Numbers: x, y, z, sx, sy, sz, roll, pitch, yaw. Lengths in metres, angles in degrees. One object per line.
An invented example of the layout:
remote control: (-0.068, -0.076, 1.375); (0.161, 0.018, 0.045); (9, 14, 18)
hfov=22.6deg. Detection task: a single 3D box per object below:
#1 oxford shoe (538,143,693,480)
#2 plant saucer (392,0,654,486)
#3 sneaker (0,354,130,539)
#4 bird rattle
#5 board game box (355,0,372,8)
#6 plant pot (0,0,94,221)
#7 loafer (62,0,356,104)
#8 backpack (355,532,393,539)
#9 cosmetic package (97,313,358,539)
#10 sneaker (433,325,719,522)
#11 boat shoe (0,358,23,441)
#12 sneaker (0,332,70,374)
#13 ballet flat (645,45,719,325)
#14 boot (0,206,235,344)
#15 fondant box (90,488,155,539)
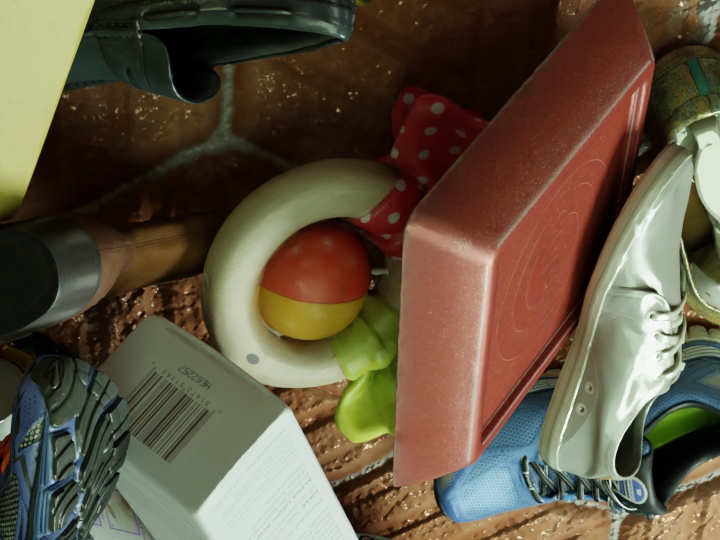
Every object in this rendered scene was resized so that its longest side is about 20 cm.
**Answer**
oxford shoe: (0.147, 0.027, 0.943); (0.057, 0.075, 0.201); (25, 120, 22)
plant saucer: (0.085, -0.010, 0.885); (0.037, 0.200, 0.200); (26, 143, 20)
sneaker: (-0.162, 0.110, 0.830); (0.078, 0.075, 0.201); (24, 132, 4)
bird rattle: (0.000, 0.000, 0.917); (0.162, 0.113, 0.201); (-5, 133, -28)
board game box: (-0.021, -0.214, 0.820); (0.126, 0.035, 0.201); (-24, 127, 8)
plant pot: (-0.222, -0.123, 0.765); (0.175, 0.200, 0.201); (7, 126, -29)
loafer: (-0.090, -0.110, 0.830); (0.199, 0.071, 0.068); (-13, 162, 28)
backpack: (-0.020, 0.234, 1.089); (0.182, 0.135, 0.200); (31, 116, -28)
cosmetic package: (-0.065, 0.119, 0.924); (0.074, 0.101, 0.200); (-47, 148, -16)
sneaker: (0.136, 0.102, 1.049); (0.199, 0.089, 0.079); (-23, 126, 7)
boat shoe: (-0.254, 0.095, 0.887); (0.199, 0.071, 0.064); (-15, 132, -1)
sneaker: (-0.232, 0.057, 0.957); (0.082, 0.078, 0.200); (-39, 123, 20)
ballet flat: (0.197, -0.028, 0.978); (0.070, 0.071, 0.201); (-19, 127, 4)
boot: (-0.176, 0.005, 0.883); (0.187, 0.200, 0.069); (-23, 89, 20)
fondant box: (-0.197, 0.165, 1.006); (0.144, 0.059, 0.200); (-36, 147, 23)
